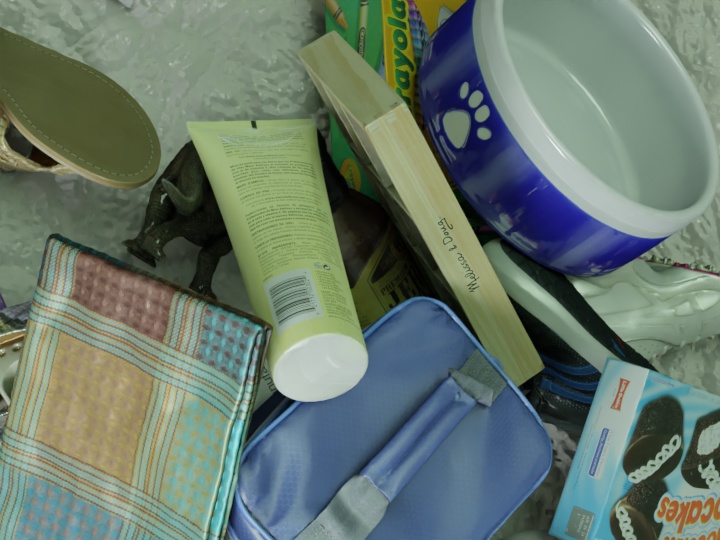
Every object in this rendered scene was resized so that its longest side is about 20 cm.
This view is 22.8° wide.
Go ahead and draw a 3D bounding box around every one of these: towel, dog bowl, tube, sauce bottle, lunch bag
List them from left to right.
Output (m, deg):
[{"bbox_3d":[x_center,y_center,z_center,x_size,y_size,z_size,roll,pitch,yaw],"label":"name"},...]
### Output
[{"bbox_3d":[-0.127,0.098,0.921,0.022,0.146,0.201,-13,121,-61],"label":"towel"},{"bbox_3d":[-0.041,-0.018,0.973,0.058,0.052,0.200,35,26,-41],"label":"tube"},{"bbox_3d":[0.000,0.000,1.103,0.065,0.065,0.200,-50,125,-29],"label":"sauce bottle"},{"bbox_3d":[0.010,0.112,0.983,0.136,0.132,0.200,48,61,-5],"label":"lunch bag"},{"bbox_3d":[0.135,-0.099,1.146,0.200,0.079,0.201,27,44,-29],"label":"dog bowl"}]

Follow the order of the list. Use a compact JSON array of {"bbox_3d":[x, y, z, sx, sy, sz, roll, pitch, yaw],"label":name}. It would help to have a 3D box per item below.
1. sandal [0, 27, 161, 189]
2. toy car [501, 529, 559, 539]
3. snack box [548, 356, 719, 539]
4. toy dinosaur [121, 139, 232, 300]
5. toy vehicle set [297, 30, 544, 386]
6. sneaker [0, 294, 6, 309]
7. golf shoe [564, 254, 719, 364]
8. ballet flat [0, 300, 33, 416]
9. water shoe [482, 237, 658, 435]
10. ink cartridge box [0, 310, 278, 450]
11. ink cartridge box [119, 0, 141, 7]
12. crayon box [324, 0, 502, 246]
[{"bbox_3d":[-0.208,-0.096,1.091,0.211,0.070,0.078,37,44,15],"label":"sandal"},{"bbox_3d":[0.088,0.238,1.062,0.199,0.150,0.176,6,71,-23],"label":"toy car"},{"bbox_3d":[0.207,0.134,1.148,0.200,0.037,0.117,20,88,-46],"label":"snack box"},{"bbox_3d":[-0.096,-0.045,1.085,0.077,0.200,0.103,28,82,23],"label":"toy dinosaur"},{"bbox_3d":[0.036,-0.035,1.043,0.026,0.124,0.200,-32,121,-3],"label":"toy vehicle set"},{"bbox_3d":[-0.252,-0.043,1.046,0.088,0.080,0.201,-31,90,-45],"label":"sneaker"},{"bbox_3d":[0.198,0.031,1.235,0.199,0.075,0.092,11,89,-22],"label":"golf shoe"},{"bbox_3d":[-0.206,0.059,0.986,0.199,0.072,0.072,-18,80,3],"label":"ballet flat"},{"bbox_3d":[0.129,0.063,1.149,0.200,0.079,0.072,43,17,-27],"label":"water shoe"},{"bbox_3d":[-0.107,0.128,1.046,0.200,0.084,0.145,-28,87,-29],"label":"ink cartridge box"},{"bbox_3d":[-0.184,-0.291,1.149,0.200,0.084,0.146,33,63,-11],"label":"ink cartridge box"},{"bbox_3d":[0.039,-0.121,1.191,0.118,0.058,0.201,13,67,-41],"label":"crayon box"}]
